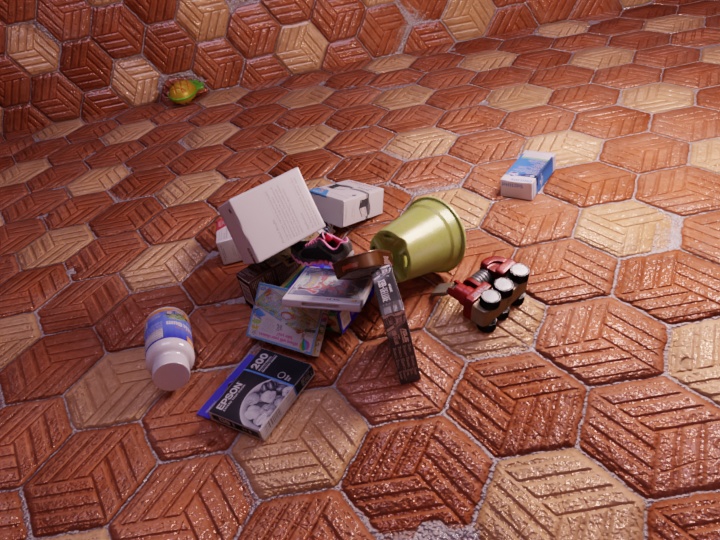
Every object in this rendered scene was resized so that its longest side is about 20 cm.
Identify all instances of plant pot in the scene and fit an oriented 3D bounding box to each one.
[{"bbox_3d":[0.127,-0.060,1.454,0.199,0.203,0.183,21,34,38],"label":"plant pot"}]

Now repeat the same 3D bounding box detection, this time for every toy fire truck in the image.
[{"bbox_3d":[0.271,0.038,1.397,0.175,0.130,0.199,-35,51,-30],"label":"toy fire truck"}]

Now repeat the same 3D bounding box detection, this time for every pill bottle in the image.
[{"bbox_3d":[-0.450,0.185,1.395,0.111,0.113,0.201,-19,36,-10],"label":"pill bottle"}]

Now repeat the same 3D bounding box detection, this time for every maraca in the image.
[{"bbox_3d":[-0.897,-0.926,3.045,0.136,0.108,0.200,31,57,26],"label":"maraca"}]

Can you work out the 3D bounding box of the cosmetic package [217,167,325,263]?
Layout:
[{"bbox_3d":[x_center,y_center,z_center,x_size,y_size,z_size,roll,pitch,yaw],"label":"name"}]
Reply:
[{"bbox_3d":[-0.227,-0.134,1.493,0.198,0.167,0.165,-29,10,-21],"label":"cosmetic package"}]

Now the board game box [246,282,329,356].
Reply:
[{"bbox_3d":[-0.172,0.114,1.408,0.198,0.034,0.136,12,84,29],"label":"board game box"}]

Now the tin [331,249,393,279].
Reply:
[{"bbox_3d":[0.008,-0.011,1.318,0.110,0.043,0.200,-14,-4,18],"label":"tin"}]

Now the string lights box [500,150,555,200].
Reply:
[{"bbox_3d":[0.514,-0.295,1.811,0.102,0.060,0.200,15,43,33],"label":"string lights box"}]

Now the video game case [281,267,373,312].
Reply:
[{"bbox_3d":[-0.068,0.040,1.376,0.179,0.023,0.200,4,21,11],"label":"video game case"}]

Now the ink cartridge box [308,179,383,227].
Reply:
[{"bbox_3d":[-0.044,-0.206,1.781,0.144,0.085,0.199,19,27,33],"label":"ink cartridge box"}]

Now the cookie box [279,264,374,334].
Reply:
[{"bbox_3d":[-0.092,0.059,1.492,0.198,0.076,0.171,11,41,29],"label":"cookie box"}]

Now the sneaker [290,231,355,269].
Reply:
[{"bbox_3d":[-0.094,-0.059,1.457,0.198,0.096,0.079,10,42,31],"label":"sneaker"}]

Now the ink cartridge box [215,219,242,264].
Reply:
[{"bbox_3d":[-0.329,-0.110,1.787,0.197,0.084,0.147,-15,35,-3],"label":"ink cartridge box"}]

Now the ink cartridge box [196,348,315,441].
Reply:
[{"bbox_3d":[-0.233,0.258,1.292,0.198,0.044,0.199,10,41,30],"label":"ink cartridge box"}]

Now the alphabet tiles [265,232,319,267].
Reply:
[{"bbox_3d":[-0.196,-0.073,1.593,0.165,0.006,0.200,-29,38,-21],"label":"alphabet tiles"}]

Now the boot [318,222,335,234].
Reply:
[{"bbox_3d":[-0.106,-0.118,1.742,0.089,0.074,0.200,-21,35,-22],"label":"boot"}]

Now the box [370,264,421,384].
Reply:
[{"bbox_3d":[0.075,0.115,1.259,0.049,0.202,0.158,-15,34,1],"label":"box"}]

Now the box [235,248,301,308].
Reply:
[{"bbox_3d":[-0.224,0.009,1.579,0.199,0.101,0.075,-33,40,-28],"label":"box"}]
